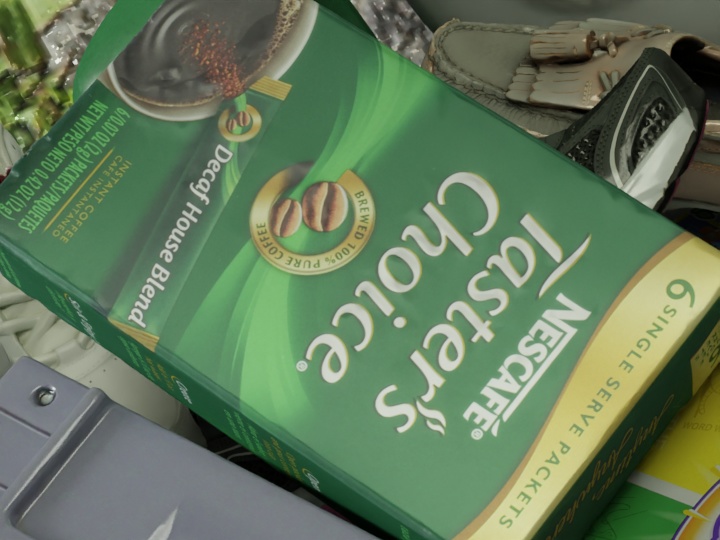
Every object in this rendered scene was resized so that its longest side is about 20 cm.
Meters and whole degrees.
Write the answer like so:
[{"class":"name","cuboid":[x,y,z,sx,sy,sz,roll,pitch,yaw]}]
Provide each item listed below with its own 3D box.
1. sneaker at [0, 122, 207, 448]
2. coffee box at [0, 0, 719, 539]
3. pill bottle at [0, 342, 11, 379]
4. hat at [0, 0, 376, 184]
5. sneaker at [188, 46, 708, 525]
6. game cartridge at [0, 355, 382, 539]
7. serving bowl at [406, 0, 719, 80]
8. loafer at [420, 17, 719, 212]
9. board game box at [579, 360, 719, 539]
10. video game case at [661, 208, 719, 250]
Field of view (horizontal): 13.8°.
[{"class":"sneaker","cuboid":[-0.126,0.003,1.021,0.078,0.099,0.200,-36,58,-16]},{"class":"coffee box","cuboid":[0.000,0.000,0.870,0.200,0.044,0.123,35,73,21]},{"class":"pill bottle","cuboid":[-0.196,0.083,0.929,0.112,0.112,0.200,20,42,20]},{"class":"hat","cuboid":[-0.078,-0.038,1.026,0.176,0.200,0.166,-36,37,7]},{"class":"sneaker","cuboid":[0.022,-0.001,0.934,0.086,0.080,0.200,44,95,3]},{"class":"game cartridge","cuboid":[-0.061,0.111,0.835,0.200,0.038,0.130,24,60,32]},{"class":"serving bowl","cuboid":[0.082,-0.143,1.038,0.200,0.200,0.066,19,25,19]},{"class":"loafer","cuboid":[0.116,-0.054,0.985,0.200,0.063,0.072,19,43,12]},{"class":"board game box","cuboid":[0.114,0.086,0.831,0.200,0.040,0.153,2,50,42]},{"class":"video game case","cuboid":[0.174,0.025,0.971,0.182,0.023,0.200,-31,43,-28]}]
